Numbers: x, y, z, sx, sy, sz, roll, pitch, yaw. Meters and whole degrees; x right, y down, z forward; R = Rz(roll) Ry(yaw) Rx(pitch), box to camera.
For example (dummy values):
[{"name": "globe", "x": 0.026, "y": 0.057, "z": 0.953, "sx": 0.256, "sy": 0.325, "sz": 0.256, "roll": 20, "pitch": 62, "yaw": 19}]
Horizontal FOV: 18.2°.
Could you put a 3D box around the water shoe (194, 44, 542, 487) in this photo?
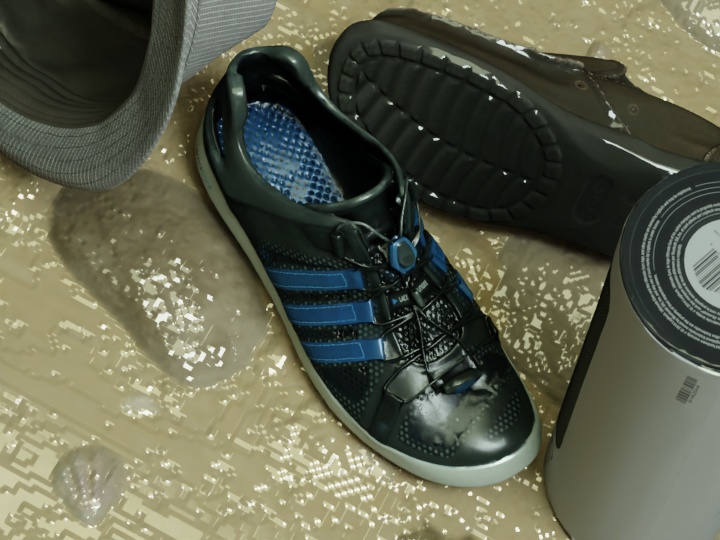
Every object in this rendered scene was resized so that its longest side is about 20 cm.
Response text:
[{"name": "water shoe", "x": 0.000, "y": 0.000, "z": 0.893, "sx": 0.071, "sy": 0.079, "sz": 0.200, "roll": -35, "pitch": 76, "yaw": -20}]

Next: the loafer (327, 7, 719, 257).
[{"name": "loafer", "x": 0.079, "y": -0.057, "z": 0.942, "sx": 0.200, "sy": 0.073, "sz": 0.071, "roll": 25, "pitch": 39, "yaw": -10}]

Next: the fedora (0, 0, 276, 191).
[{"name": "fedora", "x": -0.100, "y": -0.128, "z": 0.899, "sx": 0.090, "sy": 0.177, "sz": 0.200, "roll": -15, "pitch": 26, "yaw": -43}]

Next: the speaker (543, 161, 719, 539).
[{"name": "speaker", "x": 0.119, "y": 0.042, "z": 0.828, "sx": 0.081, "sy": 0.200, "sz": 0.081, "roll": 1, "pitch": 64, "yaw": -3}]
